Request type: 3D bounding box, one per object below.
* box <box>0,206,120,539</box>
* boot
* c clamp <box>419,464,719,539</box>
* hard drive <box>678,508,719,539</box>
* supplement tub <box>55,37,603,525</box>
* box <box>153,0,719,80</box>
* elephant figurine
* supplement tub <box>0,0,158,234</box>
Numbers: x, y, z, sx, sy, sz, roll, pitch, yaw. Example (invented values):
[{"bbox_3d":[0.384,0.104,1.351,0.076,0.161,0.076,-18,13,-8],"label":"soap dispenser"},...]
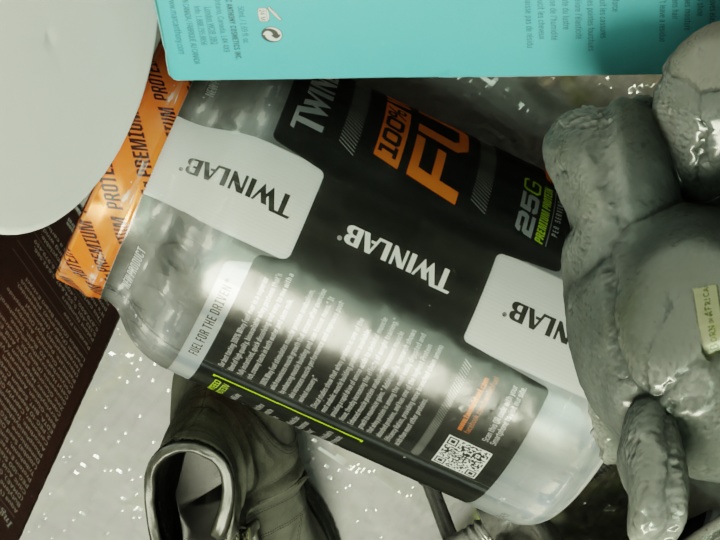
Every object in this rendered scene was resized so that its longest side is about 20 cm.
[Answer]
[{"bbox_3d":[-0.164,0.051,0.818,0.100,0.200,0.075,-22,118,23],"label":"box"},{"bbox_3d":[-0.055,0.118,0.887,0.067,0.131,0.201,0,124,10],"label":"boot"},{"bbox_3d":[0.110,0.069,0.832,0.199,0.171,0.027,-33,117,12],"label":"c clamp"},{"bbox_3d":[0.084,0.156,0.856,0.134,0.200,0.042,-27,95,25],"label":"hard drive"},{"bbox_3d":[0.000,0.000,0.803,0.199,0.123,0.123,24,124,-8],"label":"supplement tub"},{"bbox_3d":[0.035,-0.108,0.738,0.199,0.083,0.049,-1,139,7],"label":"box"},{"bbox_3d":[0.141,0.023,0.719,0.155,0.142,0.200,-32,148,4],"label":"elephant figurine"},{"bbox_3d":[-0.181,-0.094,0.732,0.199,0.132,0.133,13,128,25],"label":"supplement tub"}]
